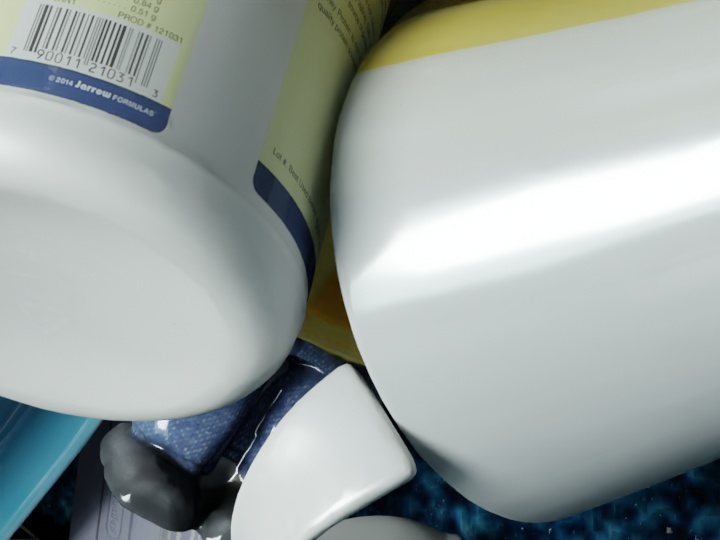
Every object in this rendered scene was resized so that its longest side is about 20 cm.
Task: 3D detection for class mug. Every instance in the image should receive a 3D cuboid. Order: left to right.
[{"bbox_3d":[0.091,-0.036,0.664,0.153,0.149,0.188,-16,84,39],"label":"mug"}]

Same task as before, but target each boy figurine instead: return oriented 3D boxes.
[{"bbox_3d":[0.000,0.000,0.792,0.200,0.124,0.064,-55,16,12],"label":"boy figurine"}]

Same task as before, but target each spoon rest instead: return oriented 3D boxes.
[{"bbox_3d":[0.007,0.098,0.738,0.060,0.200,0.100,-30,57,-2],"label":"spoon rest"}]

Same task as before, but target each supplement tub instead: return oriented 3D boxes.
[{"bbox_3d":[-0.066,-0.074,0.712,0.145,0.145,0.201,-22,43,46],"label":"supplement tub"}]

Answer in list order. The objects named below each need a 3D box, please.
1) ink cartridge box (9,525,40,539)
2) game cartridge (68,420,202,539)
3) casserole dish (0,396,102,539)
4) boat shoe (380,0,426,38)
[{"bbox_3d":[-0.148,0.152,0.970,0.200,0.039,0.100,20,104,61],"label":"ink cartridge box"},{"bbox_3d":[-0.058,0.088,0.910,0.129,0.038,0.201,17,103,43],"label":"game cartridge"},{"bbox_3d":[-0.168,0.072,0.862,0.200,0.121,0.039,-50,56,36],"label":"casserole dish"},{"bbox_3d":[-0.015,-0.097,0.824,0.073,0.063,0.202,30,101,45],"label":"boat shoe"}]
